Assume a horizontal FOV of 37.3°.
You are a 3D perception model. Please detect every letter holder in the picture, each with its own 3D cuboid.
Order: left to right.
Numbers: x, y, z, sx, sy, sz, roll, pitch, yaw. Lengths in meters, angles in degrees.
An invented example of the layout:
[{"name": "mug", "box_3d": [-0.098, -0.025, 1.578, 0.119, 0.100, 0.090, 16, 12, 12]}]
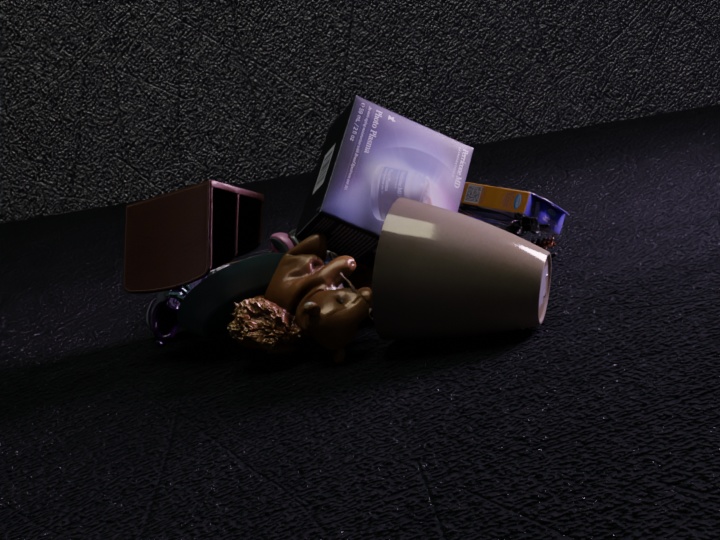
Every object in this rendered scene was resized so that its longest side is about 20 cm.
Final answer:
[{"name": "letter holder", "box_3d": [-0.243, -0.035, 1.537, 0.200, 0.142, 0.101, -11, -17, 42]}]

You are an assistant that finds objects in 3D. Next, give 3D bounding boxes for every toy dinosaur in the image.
[{"name": "toy dinosaur", "box_3d": [0.224, -0.032, 1.654, 0.200, 0.102, 0.136, -39, 10, -33]}]

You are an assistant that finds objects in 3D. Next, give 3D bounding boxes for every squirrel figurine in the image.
[{"name": "squirrel figurine", "box_3d": [-0.073, 0.065, 1.429, 0.200, 0.142, 0.187, -26, 24, -5]}]

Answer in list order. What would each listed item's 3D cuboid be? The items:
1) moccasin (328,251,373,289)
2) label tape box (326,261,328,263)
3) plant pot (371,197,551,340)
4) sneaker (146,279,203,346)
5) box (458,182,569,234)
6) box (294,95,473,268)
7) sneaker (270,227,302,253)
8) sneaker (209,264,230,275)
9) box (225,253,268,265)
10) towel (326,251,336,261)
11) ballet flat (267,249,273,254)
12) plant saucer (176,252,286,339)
[{"name": "moccasin", "box_3d": [-0.012, -0.041, 1.624, 0.078, 0.202, 0.074, 1, 1, -42]}, {"name": "label tape box", "box_3d": [0.000, 0.000, 1.757, 0.144, 0.063, 0.200, -8, 12, 17]}, {"name": "plant pot", "box_3d": [0.137, 0.010, 1.364, 0.200, 0.188, 0.187, 8, 17, 18]}, {"name": "sneaker", "box_3d": [-0.274, 0.020, 1.658, 0.074, 0.200, 0.088, 16, 12, -17]}, {"name": "box", "box_3d": [0.231, -0.101, 1.704, 0.200, 0.042, 0.119, 16, -4, 41]}, {"name": "box", "box_3d": [0.037, -0.115, 1.555, 0.198, 0.200, 0.123, 22, -23, -15]}, {"name": "sneaker", "box_3d": [-0.088, -0.025, 1.664, 0.095, 0.079, 0.200, -34, -7, -15]}, {"name": "sneaker", "box_3d": [-0.233, 0.041, 1.732, 0.129, 0.080, 0.199, -10, 18, -43]}, {"name": "box", "box_3d": [-0.177, -0.016, 1.972, 0.163, 0.021, 0.200, -13, -1, 24]}, {"name": "towel", "box_3d": [0.005, -0.054, 1.769, 0.132, 0.035, 0.200, -10, 11, 2]}, {"name": "ballet flat", "box_3d": [-0.128, -0.011, 1.815, 0.063, 0.069, 0.200, -3, -19, -46]}, {"name": "plant saucer", "box_3d": [-0.168, 0.047, 1.556, 0.200, 0.036, 0.200, -23, -24, -11]}]
